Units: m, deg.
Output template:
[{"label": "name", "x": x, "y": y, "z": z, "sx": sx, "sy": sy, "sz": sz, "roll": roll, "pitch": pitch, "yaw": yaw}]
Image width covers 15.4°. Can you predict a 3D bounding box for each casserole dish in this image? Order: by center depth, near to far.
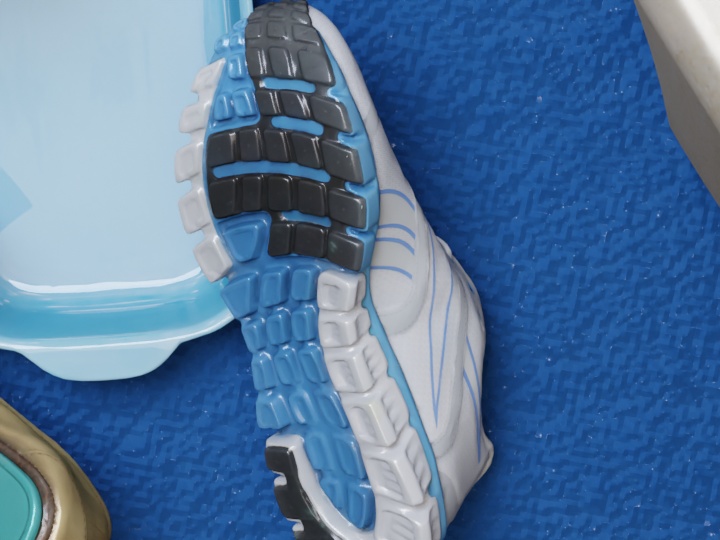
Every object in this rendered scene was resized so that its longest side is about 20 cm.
[{"label": "casserole dish", "x": -0.093, "y": -0.064, "z": 0.903, "sx": 0.121, "sy": 0.039, "sz": 0.201, "roll": -4, "pitch": 98, "yaw": 3}]

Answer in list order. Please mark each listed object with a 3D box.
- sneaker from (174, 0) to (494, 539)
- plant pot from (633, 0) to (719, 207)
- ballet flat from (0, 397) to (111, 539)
[{"label": "sneaker", "x": 0.000, "y": 0.000, "z": 0.886, "sx": 0.075, "sy": 0.087, "sz": 0.200, "roll": 6, "pitch": 118, "yaw": 36}, {"label": "plant pot", "x": 0.212, "y": -0.028, "z": 0.790, "sx": 0.199, "sy": 0.200, "sz": 0.177, "roll": -24, "pitch": 76, "yaw": 5}, {"label": "ballet flat", "x": -0.165, "y": 0.047, "z": 0.906, "sx": 0.200, "sy": 0.063, "sz": 0.069, "roll": 38, "pitch": 98, "yaw": 23}]
